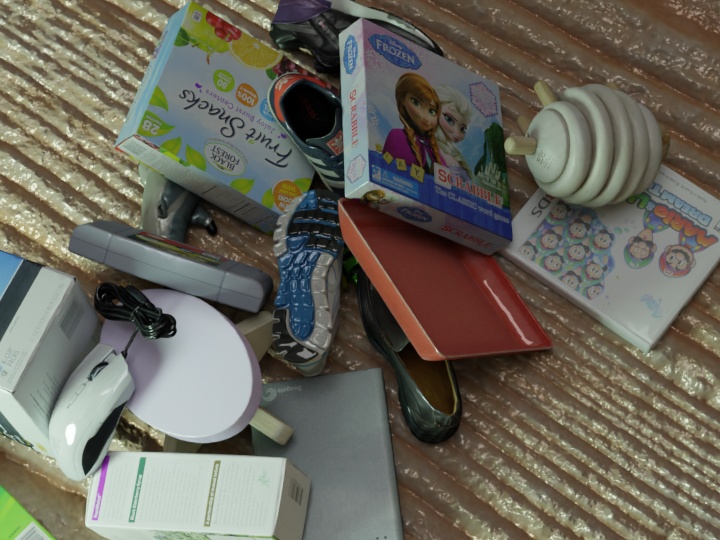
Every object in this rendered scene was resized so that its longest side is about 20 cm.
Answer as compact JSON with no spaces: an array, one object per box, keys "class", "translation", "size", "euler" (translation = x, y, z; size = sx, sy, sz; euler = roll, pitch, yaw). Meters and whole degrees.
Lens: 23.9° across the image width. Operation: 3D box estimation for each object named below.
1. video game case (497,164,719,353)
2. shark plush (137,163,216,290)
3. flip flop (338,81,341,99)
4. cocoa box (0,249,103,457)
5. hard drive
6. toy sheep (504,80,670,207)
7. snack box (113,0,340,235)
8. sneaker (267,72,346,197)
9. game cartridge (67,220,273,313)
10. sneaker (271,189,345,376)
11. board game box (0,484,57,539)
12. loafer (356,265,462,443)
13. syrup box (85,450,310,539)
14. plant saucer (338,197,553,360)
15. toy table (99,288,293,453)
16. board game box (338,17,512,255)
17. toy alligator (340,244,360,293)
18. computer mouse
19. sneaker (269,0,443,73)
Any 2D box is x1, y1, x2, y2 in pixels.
[{"class":"video game case","translation":[0.272,-0.038,1.776],"size":[0.200,0.024,0.182],"euler":[35,73,18]},{"class":"shark plush","translation":[-0.186,-0.062,1.807],"size":[0.083,0.091,0.201],"euler":[11,58,-23]},{"class":"flip flop","translation":[0.030,-0.138,1.826],"size":[0.081,0.058,0.201],"euler":[-17,83,3]},{"class":"cocoa box","translation":[-0.343,0.080,1.679],"size":[0.131,0.200,0.134],"euler":[20,69,14]},{"class":"hard drive","translation":[-0.034,0.202,1.689],"size":[0.139,0.033,0.201],"euler":[-8,65,2]},{"class":"toy sheep","translation":[0.231,-0.129,1.736],"size":[0.199,0.138,0.138],"euler":[-6,63,-24]},{"class":"snack box","translation":[-0.136,-0.158,1.789],"size":[0.200,0.068,0.169],"euler":[29,66,-21]},{"class":"sneaker","translation":[-0.018,-0.123,1.746],"size":[0.200,0.085,0.075],"euler":[43,86,-6]},{"class":"game cartridge","translation":[-0.188,-0.006,1.705],"size":[0.199,0.133,0.041],"euler":[18,98,0]},{"class":"sneaker","translation":[-0.051,0.015,1.729],"size":[0.075,0.087,0.201],"euler":[4,66,9]},{"class":"board game box","translation":[-0.396,0.248,1.703],"size":[0.200,0.030,0.096],"euler":[41,74,17]},{"class":"loafer","translation":[0.055,0.070,1.698],"size":[0.073,0.072,0.200],"euler":[-21,77,-19]},{"class":"syrup box","translation":[-0.157,0.224,1.643],"size":[0.199,0.079,0.082],"euler":[1,68,19]},{"class":"plant saucer","translation":[0.079,0.014,1.705],"size":[0.037,0.200,0.200],"euler":[-47,63,29]},{"class":"toy table","translation":[-0.156,0.108,1.675],"size":[0.184,0.117,0.200],"euler":[-46,57,3]},{"class":"board game box","translation":[0.068,-0.137,1.753],"size":[0.041,0.200,0.200],"euler":[-31,51,41]},{"class":"toy alligator","translation":[0.000,0.000,1.766],"size":[0.059,0.054,0.200],"euler":[-26,66,-6]},{"class":"computer mouse","translation":[-0.252,0.111,1.629],"size":[0.110,0.044,0.200],"euler":[33,102,39]},{"class":"sneaker","translation":[-0.007,-0.247,1.881],"size":[0.200,0.076,0.088],"euler":[24,85,19]}]
